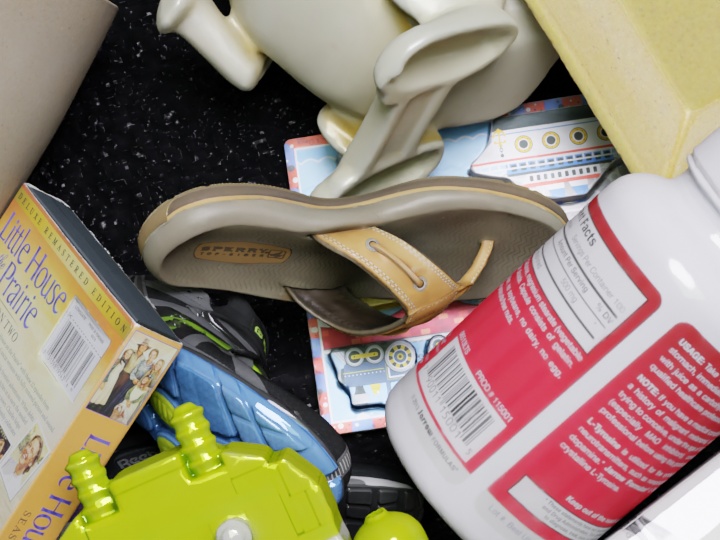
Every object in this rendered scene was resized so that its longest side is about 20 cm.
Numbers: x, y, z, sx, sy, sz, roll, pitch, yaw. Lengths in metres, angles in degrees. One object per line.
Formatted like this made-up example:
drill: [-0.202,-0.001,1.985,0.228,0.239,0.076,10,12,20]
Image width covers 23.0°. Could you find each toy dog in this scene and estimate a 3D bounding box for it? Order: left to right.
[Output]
toy dog: [-0.005,-0.155,0.837,0.193,0.140,0.200,-30,72,-27]

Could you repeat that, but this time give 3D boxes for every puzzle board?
puzzle board: [0.069,-0.008,0.864,0.199,0.017,0.152,-8,77,0]

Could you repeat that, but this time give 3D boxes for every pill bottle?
pill bottle: [0.115,0.032,0.769,0.200,0.112,0.112,-43,78,17]

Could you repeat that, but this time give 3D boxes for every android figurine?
android figurine: [-0.050,0.152,0.697,0.181,0.041,0.201,-22,94,3]

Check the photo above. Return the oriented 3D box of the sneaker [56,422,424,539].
sneaker: [-0.071,0.099,0.815,0.199,0.076,0.088,-4,42,-16]

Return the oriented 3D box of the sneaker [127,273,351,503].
sneaker: [-0.067,0.044,0.789,0.082,0.071,0.199,-22,32,-30]

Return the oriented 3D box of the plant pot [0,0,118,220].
plant pot: [-0.231,-0.059,0.818,0.186,0.187,0.201,19,93,6]

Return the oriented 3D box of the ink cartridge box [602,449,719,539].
ink cartridge box: [0.148,0.181,0.782,0.200,0.083,0.147,-36,79,-6]

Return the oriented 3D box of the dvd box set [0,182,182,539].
dvd box set: [-0.167,0.076,0.777,0.201,0.029,0.146,-57,39,7]

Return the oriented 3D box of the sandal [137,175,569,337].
sandal: [0.000,0.000,0.797,0.199,0.080,0.054,1,54,-18]

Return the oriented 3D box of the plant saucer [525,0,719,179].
plant saucer: [0.165,-0.159,0.764,0.199,0.048,0.201,-28,101,28]
